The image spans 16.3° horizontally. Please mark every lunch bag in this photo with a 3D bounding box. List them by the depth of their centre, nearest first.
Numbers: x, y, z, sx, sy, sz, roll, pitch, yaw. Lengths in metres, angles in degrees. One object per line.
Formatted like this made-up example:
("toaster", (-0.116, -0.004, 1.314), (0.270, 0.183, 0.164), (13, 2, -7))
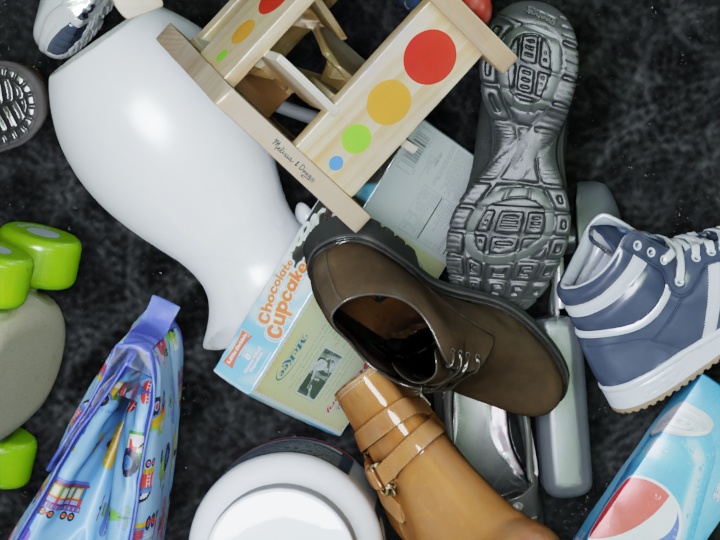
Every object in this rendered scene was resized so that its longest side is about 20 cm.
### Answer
("lunch bag", (-0.149, 0.114, 1.554), (0.094, 0.151, 0.201), (20, 96, 1))

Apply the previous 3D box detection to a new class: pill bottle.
("pill bottle", (-0.044, 0.168, 1.535), (0.119, 0.200, 0.120), (0, 90, 2))

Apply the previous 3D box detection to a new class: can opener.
("can opener", (0.136, 0.043, 1.602), (0.066, 0.053, 0.201), (0, 91, 1))

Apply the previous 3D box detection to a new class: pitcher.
("pitcher", (-0.087, -0.078, 1.586), (0.171, 0.121, 0.200), (-38, 100, -15))

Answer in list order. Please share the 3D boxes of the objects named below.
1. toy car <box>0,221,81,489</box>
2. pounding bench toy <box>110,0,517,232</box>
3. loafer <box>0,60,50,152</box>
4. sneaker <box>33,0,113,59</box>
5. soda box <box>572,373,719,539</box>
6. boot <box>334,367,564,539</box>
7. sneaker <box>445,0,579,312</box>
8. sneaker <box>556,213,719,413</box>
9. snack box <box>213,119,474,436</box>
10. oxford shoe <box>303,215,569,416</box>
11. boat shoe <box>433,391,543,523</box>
("toy car", (-0.297, 0.039, 1.577), (0.199, 0.158, 0.165), (17, 101, 13))
("pounding bench toy", (-0.033, -0.157, 1.452), (0.156, 0.124, 0.200), (-47, 120, 3))
("loafer", (-0.282, -0.089, 1.608), (0.199, 0.071, 0.073), (-7, 97, 18))
("sneaker", (-0.202, -0.243, 1.597), (0.129, 0.079, 0.200), (19, 91, 3))
("soda box", (0.182, 0.162, 1.594), (0.064, 0.068, 0.201), (34, 91, 1))
("boot", (0.045, 0.125, 1.503), (0.073, 0.200, 0.155), (-29, 92, -18))
("sneaker", (0.101, -0.067, 1.559), (0.075, 0.091, 0.201), (12, 99, 5))
("sneaker", (0.214, -0.010, 1.570), (0.200, 0.070, 0.109), (-36, 107, -7))
("snack box", (0.000, 0.000, 1.575), (0.037, 0.116, 0.201), (32, 91, 34))
("oxford shoe", (0.047, 0.049, 1.512), (0.199, 0.085, 0.073), (28, 124, -28))
("boat shoe", (0.078, 0.114, 1.602), (0.066, 0.057, 0.201), (-7, 90, 2))
